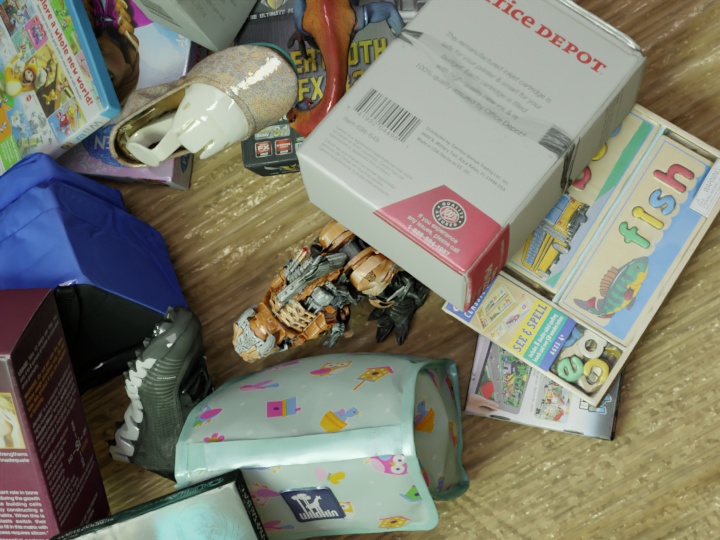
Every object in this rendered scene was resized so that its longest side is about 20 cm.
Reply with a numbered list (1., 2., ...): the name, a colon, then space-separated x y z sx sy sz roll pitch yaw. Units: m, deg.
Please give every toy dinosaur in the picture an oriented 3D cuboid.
1. toy dinosaur: 0.000 0.000 1.042 0.199 0.136 0.103 -20 78 11
2. toy dinosaur: -0.034 -0.194 1.023 0.105 0.200 0.182 -14 47 28

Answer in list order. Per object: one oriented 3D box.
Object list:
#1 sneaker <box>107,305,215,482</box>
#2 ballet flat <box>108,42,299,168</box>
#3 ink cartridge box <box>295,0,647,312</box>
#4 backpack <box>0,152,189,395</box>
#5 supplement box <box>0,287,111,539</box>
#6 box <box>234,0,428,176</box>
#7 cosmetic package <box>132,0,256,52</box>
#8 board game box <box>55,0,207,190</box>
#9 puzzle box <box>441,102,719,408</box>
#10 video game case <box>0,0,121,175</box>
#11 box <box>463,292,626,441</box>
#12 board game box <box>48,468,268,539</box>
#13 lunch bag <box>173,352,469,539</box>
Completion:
1. sneaker: -0.127 0.098 1.056 0.090 0.200 0.067 30 52 3
2. ballet flat: -0.117 -0.107 1.034 0.068 0.200 0.067 47 58 -21
3. ink cartridge box: 0.075 -0.097 0.971 0.145 0.085 0.200 36 76 16
4. backpack: -0.256 0.024 1.097 0.200 0.162 0.168 -34 56 17
5. supplement box: -0.251 0.118 0.986 0.110 0.086 0.201 -1 120 12
6. box: 0.005 -0.163 1.105 0.199 0.048 0.159 -5 82 14
7. cosmetic package: -0.100 -0.278 1.070 0.081 0.113 0.201 29 86 21
8. board game box: -0.223 -0.174 1.167 0.199 0.041 0.201 5 85 15
9. puzzle box: 0.164 -0.022 1.023 0.133 0.025 0.200 32 92 16
10. video game case: -0.285 -0.133 1.134 0.200 0.018 0.144 -31 68 23
11. box: 0.147 0.016 1.054 0.110 0.035 0.201 10 86 15
12. board game box: -0.102 0.241 0.917 0.135 0.028 0.201 -21 99 7
13. lunch bag: -0.022 0.121 0.996 0.170 0.200 0.123 -6 89 12
